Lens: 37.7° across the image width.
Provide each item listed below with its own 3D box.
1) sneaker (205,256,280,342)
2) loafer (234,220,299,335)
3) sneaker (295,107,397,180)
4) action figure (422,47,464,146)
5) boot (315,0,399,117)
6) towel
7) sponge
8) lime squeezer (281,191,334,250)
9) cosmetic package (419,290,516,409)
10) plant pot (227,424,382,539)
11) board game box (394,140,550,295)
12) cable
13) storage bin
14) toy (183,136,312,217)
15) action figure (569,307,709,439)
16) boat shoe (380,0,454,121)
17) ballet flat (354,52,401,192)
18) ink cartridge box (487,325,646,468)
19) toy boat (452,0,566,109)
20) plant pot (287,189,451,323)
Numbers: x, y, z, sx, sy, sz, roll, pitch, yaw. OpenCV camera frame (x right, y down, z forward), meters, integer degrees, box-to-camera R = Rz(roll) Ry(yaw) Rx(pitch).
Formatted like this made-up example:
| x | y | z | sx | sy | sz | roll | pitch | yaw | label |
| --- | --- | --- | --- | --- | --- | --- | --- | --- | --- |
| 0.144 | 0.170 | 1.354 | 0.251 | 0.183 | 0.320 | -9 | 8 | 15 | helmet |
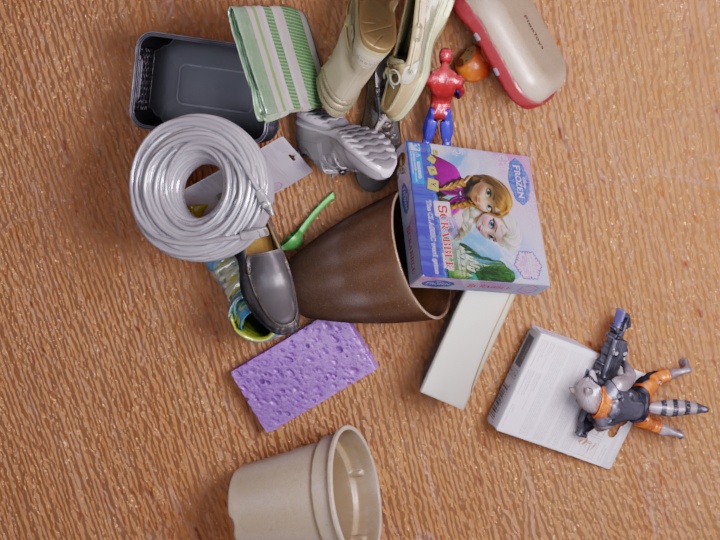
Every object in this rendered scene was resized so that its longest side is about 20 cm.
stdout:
| x | y | z | sx | sy | sz | roll | pitch | yaw | label |
| --- | --- | --- | --- | --- | --- | --- | --- | --- | --- |
| -0.174 | 0.019 | 1.528 | 0.079 | 0.131 | 0.200 | -40 | 92 | 11 | sneaker |
| -0.134 | -0.006 | 1.461 | 0.073 | 0.072 | 0.201 | -17 | 65 | -21 | loafer |
| -0.021 | -0.164 | 1.483 | 0.074 | 0.200 | 0.082 | -9 | 121 | -36 | sneaker |
| 0.112 | -0.227 | 1.501 | 0.065 | 0.099 | 0.201 | 5 | 122 | 1 | action figure |
| -0.004 | -0.325 | 1.470 | 0.073 | 0.201 | 0.156 | 16 | 139 | -18 | boot |
| -0.107 | -0.286 | 1.440 | 0.023 | 0.200 | 0.153 | -12 | 98 | 27 | towel |
| -0.085 | 0.149 | 1.592 | 0.200 | 0.030 | 0.112 | -31 | 95 | 10 | sponge |
| -0.129 | -0.058 | 1.547 | 0.199 | 0.038 | 0.071 | -13 | 117 | -5 | lime squeezer |
| 0.156 | 0.087 | 1.523 | 0.073 | 0.104 | 0.201 | 22 | 102 | 1 | cosmetic package |
| -0.087 | 0.342 | 1.556 | 0.183 | 0.200 | 0.201 | -12 | 98 | 18 | plant pot |
| 0.152 | -0.070 | 1.438 | 0.199 | 0.041 | 0.201 | 4 | 68 | -24 | board game box |
| -0.214 | -0.111 | 1.432 | 0.199 | 0.069 | 0.201 | -19 | 82 | 16 | cable |
| -0.216 | -0.259 | 1.505 | 0.199 | 0.094 | 0.136 | 9 | 100 | 5 | storage bin |
| -0.182 | -0.134 | 1.528 | 0.199 | 0.115 | 0.047 | -30 | 64 | 8 | toy |
| 0.389 | 0.161 | 1.495 | 0.193 | 0.105 | 0.201 | 1 | 109 | -20 | action figure |
| 0.064 | -0.303 | 1.432 | 0.063 | 0.073 | 0.201 | 14 | 109 | -25 | boat shoe |
| 0.026 | -0.214 | 1.519 | 0.067 | 0.046 | 0.201 | 1 | 106 | -17 | ballet flat |
| 0.310 | 0.189 | 1.564 | 0.199 | 0.057 | 0.163 | 20 | 101 | -19 | ink cartridge box |
| 0.184 | -0.307 | 1.459 | 0.130 | 0.130 | 0.200 | -26 | 97 | 38 | toy boat |
| 0.000 | 0.000 | 1.496 | 0.199 | 0.187 | 0.188 | -15 | 98 | 24 | plant pot |
